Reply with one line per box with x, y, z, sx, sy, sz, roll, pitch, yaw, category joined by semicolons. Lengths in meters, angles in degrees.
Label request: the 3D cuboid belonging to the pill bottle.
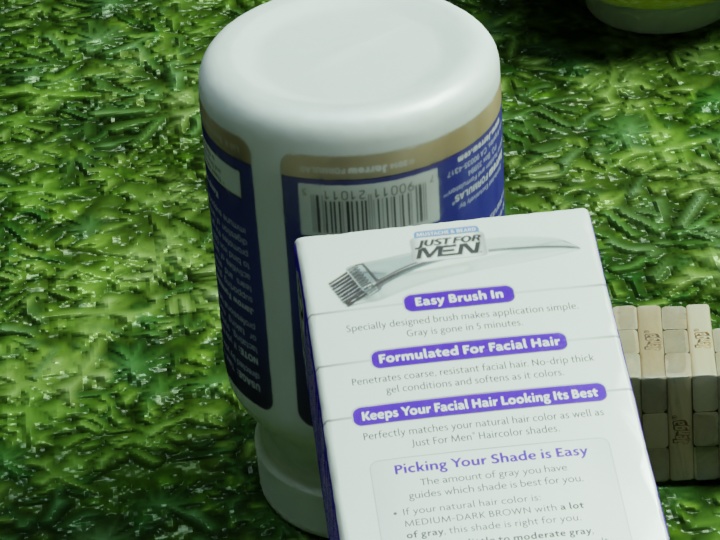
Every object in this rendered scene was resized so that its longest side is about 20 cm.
0.000;0.000;1.132;0.115;0.201;0.116;-2;33;1;pill bottle

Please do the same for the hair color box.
0.042;0.073;0.993;0.109;0.065;0.200;-6;48;-3;hair color box

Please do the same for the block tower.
0.154;0.049;1.171;0.199;0.058;0.054;-3;32;5;block tower

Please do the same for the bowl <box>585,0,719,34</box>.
0.154;-0.187;1.489;0.199;0.108;0.200;-3;32;2;bowl
